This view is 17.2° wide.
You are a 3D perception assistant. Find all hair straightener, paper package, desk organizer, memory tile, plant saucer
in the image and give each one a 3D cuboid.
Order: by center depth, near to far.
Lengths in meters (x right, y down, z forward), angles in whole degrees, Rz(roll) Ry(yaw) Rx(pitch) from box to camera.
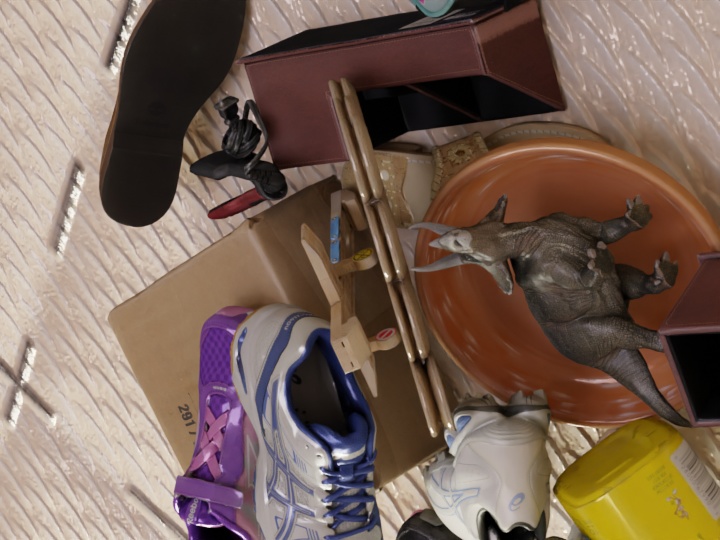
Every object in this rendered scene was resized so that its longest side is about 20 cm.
[{"bbox_3d":[0.271,0.033,1.292,0.200,0.077,0.072,-5,119,35],"label":"desk organizer"},{"bbox_3d":[0.018,-0.010,1.421,0.017,0.153,0.200,-16,107,1],"label":"memory tile"},{"bbox_3d":[0.132,0.004,1.429,0.200,0.037,0.201,11,126,16],"label":"plant saucer"},{"bbox_3d":[0.025,-0.117,1.488,0.200,0.072,0.077,-5,107,43],"label":"desk organizer"},{"bbox_3d":[-0.085,-0.075,1.557,0.200,0.041,0.077,180,67,-81],"label":"hair straightener"},{"bbox_3d":[-0.052,0.069,1.613,0.190,0.103,0.200,-30,88,45],"label":"paper package"}]

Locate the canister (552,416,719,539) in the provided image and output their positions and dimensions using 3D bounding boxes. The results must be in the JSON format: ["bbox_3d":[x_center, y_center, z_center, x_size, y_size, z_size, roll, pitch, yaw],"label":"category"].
[{"bbox_3d":[0.204,0.189,1.393,0.200,0.086,0.149,54,179,-3],"label":"canister"}]

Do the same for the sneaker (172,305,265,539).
[{"bbox_3d":[-0.082,0.124,1.530,0.080,0.088,0.201,14,116,39],"label":"sneaker"}]

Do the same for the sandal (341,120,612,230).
[{"bbox_3d":[0.059,-0.046,1.487,0.211,0.070,0.078,1,108,41],"label":"sandal"}]

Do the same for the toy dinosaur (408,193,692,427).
[{"bbox_3d":[0.131,0.013,1.379,0.102,0.077,0.200,-11,135,46],"label":"toy dinosaur"}]

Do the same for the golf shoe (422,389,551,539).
[{"bbox_3d":[0.082,0.152,1.487,0.200,0.078,0.097,86,177,-65],"label":"golf shoe"}]

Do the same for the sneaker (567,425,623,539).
[{"bbox_3d":[0.156,0.192,1.498,0.070,0.080,0.201,23,120,35],"label":"sneaker"}]

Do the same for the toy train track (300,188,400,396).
[{"bbox_3d":[0.000,0.000,1.469,0.032,0.200,0.115,-20,116,9],"label":"toy train track"}]

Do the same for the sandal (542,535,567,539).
[{"bbox_3d":[0.109,0.221,1.423,0.080,0.057,0.201,30,154,16],"label":"sandal"}]

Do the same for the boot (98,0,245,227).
[{"bbox_3d":[-0.137,-0.134,1.629,0.076,0.073,0.200,-113,43,-59],"label":"boot"}]

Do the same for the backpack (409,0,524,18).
[{"bbox_3d":[0.033,-0.262,1.363,0.200,0.153,0.176,52,130,28],"label":"backpack"}]

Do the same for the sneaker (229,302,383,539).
[{"bbox_3d":[-0.024,0.120,1.467,0.088,0.075,0.200,6,117,62],"label":"sneaker"}]

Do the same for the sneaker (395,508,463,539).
[{"bbox_3d":[0.033,0.260,1.626,0.079,0.095,0.200,22,120,35],"label":"sneaker"}]
